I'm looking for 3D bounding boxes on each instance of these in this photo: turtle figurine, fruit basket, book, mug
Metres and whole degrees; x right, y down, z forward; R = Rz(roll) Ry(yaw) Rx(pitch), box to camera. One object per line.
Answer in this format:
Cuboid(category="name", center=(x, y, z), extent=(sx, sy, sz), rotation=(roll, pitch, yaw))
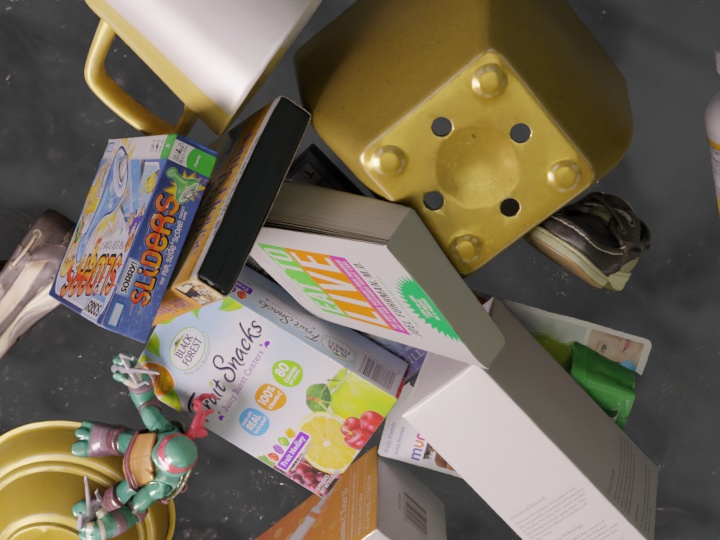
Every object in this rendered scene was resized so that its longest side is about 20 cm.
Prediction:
Cuboid(category="turtle figurine", center=(-0.186, 0.157, 0.969), extent=(0.100, 0.151, 0.200), rotation=(22, 153, -21))
Cuboid(category="fruit basket", center=(0.127, 0.114, 1.006), extent=(0.198, 0.094, 0.187), rotation=(13, 117, -2))
Cuboid(category="book", center=(0.000, 0.000, 0.848), extent=(0.048, 0.199, 0.134), rotation=(-52, 124, -19))
Cuboid(category="mug", center=(-0.126, -0.186, 0.829), extent=(0.153, 0.149, 0.187), rotation=(36, 94, -8))

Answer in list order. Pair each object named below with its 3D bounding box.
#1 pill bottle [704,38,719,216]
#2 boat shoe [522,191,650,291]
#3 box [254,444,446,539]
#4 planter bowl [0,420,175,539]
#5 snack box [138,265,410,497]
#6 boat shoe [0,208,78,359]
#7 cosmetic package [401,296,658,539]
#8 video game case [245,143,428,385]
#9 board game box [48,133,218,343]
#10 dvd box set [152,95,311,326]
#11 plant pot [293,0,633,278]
Cuboid(category="pill bottle", center=(0.321, -0.083, 0.894), extent=(0.103, 0.105, 0.202), rotation=(-14, 116, 8))
Cuboid(category="boat shoe", center=(0.179, -0.028, 0.894), extent=(0.072, 0.200, 0.066), rotation=(37, 100, 21))
Cuboid(category="box", center=(-0.024, 0.277, 1.073), extent=(0.200, 0.125, 0.097), rotation=(-41, 110, 19))
Cuboid(category="planter bowl", center=(-0.276, 0.245, 1.084), extent=(0.198, 0.084, 0.202), rotation=(1, 118, 1))
Cuboid(category="snack box", center=(-0.078, 0.087, 0.987), extent=(0.199, 0.053, 0.143), rotation=(32, 125, -4))
Cuboid(category="boat shoe", center=(-0.301, 0.023, 0.986), extent=(0.200, 0.075, 0.073), rotation=(-41, 100, 10))
Cuboid(category="cosmetic package", center=(0.136, 0.133, 0.912), extent=(0.200, 0.108, 0.085), rotation=(45, 120, -7))
Cuboid(category="video game case", center=(-0.015, 0.012, 0.966), extent=(0.200, 0.019, 0.143), rotation=(44, 122, -11))
Cuboid(category="board game box", center=(-0.170, -0.029, 0.854), extent=(0.034, 0.200, 0.137), rotation=(22, 85, -24))
Cuboid(category="dvd box set", center=(-0.116, -0.034, 0.850), extent=(0.029, 0.148, 0.199), rotation=(31, 158, -21))
Cuboid(category="plant pot", center=(0.077, -0.110, 0.832), extent=(0.195, 0.201, 0.194), rotation=(-37, 111, 17))
